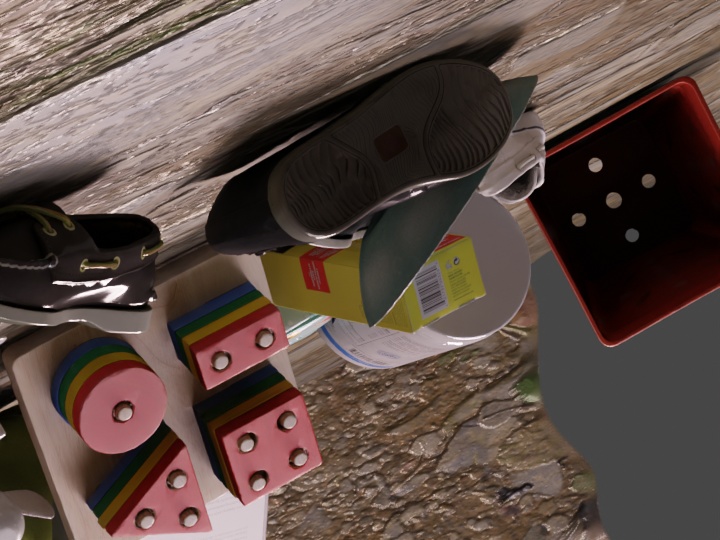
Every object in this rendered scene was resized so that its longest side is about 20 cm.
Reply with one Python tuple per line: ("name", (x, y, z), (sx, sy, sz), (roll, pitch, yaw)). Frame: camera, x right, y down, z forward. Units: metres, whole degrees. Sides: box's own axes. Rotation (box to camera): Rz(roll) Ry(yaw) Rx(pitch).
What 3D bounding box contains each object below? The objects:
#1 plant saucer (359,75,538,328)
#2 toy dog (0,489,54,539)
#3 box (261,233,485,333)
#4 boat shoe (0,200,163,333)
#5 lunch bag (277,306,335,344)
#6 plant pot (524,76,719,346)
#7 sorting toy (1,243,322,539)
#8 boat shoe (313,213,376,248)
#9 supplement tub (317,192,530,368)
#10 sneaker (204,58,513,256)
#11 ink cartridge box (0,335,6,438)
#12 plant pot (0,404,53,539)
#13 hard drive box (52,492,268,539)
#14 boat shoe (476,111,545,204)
("plant saucer", (0.047, -0.055, 1.602), (0.201, 0.039, 0.201), (-56, -176, 7))
("toy dog", (-0.285, 0.167, 1.702), (0.132, 0.096, 0.200), (-15, -153, 1))
("box", (0.000, 0.000, 1.786), (0.075, 0.050, 0.200), (-26, -159, -30))
("boat shoe", (-0.164, -0.006, 1.221), (0.072, 0.061, 0.201), (17, -176, 22))
("lunch bag", (-0.105, 0.047, 1.977), (0.200, 0.077, 0.160), (-28, 175, -9))
("plant pot", (0.269, -0.065, 2.424), (0.200, 0.200, 0.176), (-29, -172, -2))
("sorting toy", (-0.131, 0.105, 1.741), (0.199, 0.200, 0.070), (-28, -142, -18))
("boat shoe", (-0.017, -0.055, 1.664), (0.200, 0.073, 0.062), (-7, 115, -60))
("supplement tub", (0.046, 0.009, 2.033), (0.132, 0.132, 0.200), (-27, -179, -24))
("sneaker", (-0.003, -0.071, 1.488), (0.200, 0.075, 0.106), (-26, -173, -35))
("ink cartridge box", (-0.312, 0.116, 1.555), (0.200, 0.068, 0.116), (-25, 174, -46))
("plant pot", (-0.300, 0.195, 1.926), (0.200, 0.200, 0.190), (-30, 162, 15))
("hard drive box", (-0.151, 0.141, 1.847), (0.156, 0.200, 0.077), (-12, -150, -31))
("boat shoe", (0.116, -0.085, 1.957), (0.074, 0.065, 0.200), (-31, 175, 18))
